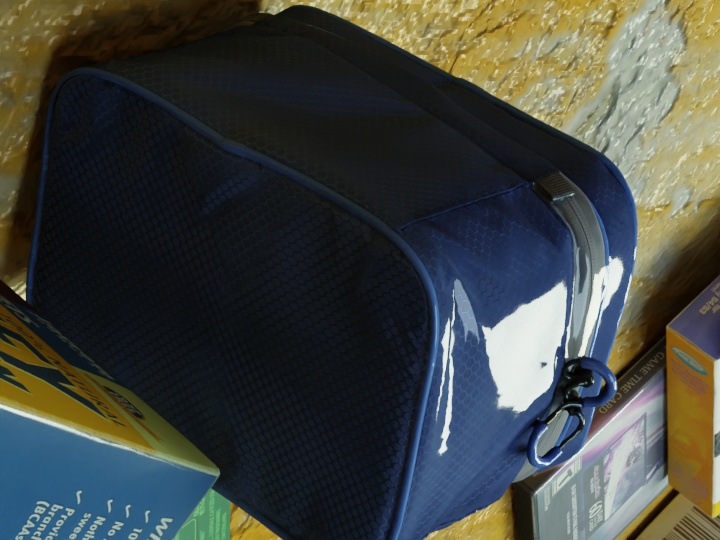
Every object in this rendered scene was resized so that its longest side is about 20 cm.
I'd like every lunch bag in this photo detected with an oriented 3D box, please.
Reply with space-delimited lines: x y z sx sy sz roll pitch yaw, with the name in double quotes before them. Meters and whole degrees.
"lunch bag" 0.000 0.000 0.864 0.132 0.200 0.136 -26 139 -46

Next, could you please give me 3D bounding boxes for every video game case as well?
"video game case" 0.162 0.092 1.443 0.200 0.019 0.143 -41 152 -20

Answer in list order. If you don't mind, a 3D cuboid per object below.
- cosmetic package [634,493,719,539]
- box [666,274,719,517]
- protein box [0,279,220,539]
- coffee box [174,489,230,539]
"cosmetic package" 0.253 0.243 1.608 0.167 0.166 0.200 -45 154 -13
"box" 0.222 0.043 1.416 0.119 0.041 0.200 -42 149 -20
"protein box" -0.185 0.084 0.745 0.199 0.135 0.200 -54 154 3
"coffee box" -0.136 0.146 1.003 0.200 0.044 0.123 -36 149 -30
